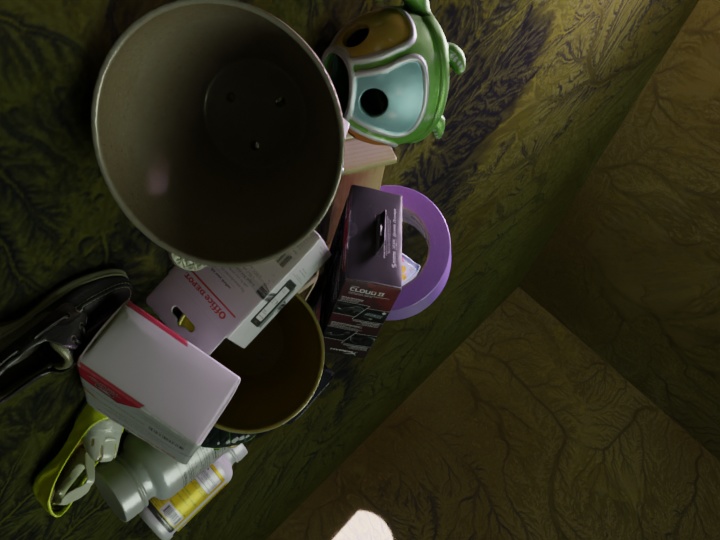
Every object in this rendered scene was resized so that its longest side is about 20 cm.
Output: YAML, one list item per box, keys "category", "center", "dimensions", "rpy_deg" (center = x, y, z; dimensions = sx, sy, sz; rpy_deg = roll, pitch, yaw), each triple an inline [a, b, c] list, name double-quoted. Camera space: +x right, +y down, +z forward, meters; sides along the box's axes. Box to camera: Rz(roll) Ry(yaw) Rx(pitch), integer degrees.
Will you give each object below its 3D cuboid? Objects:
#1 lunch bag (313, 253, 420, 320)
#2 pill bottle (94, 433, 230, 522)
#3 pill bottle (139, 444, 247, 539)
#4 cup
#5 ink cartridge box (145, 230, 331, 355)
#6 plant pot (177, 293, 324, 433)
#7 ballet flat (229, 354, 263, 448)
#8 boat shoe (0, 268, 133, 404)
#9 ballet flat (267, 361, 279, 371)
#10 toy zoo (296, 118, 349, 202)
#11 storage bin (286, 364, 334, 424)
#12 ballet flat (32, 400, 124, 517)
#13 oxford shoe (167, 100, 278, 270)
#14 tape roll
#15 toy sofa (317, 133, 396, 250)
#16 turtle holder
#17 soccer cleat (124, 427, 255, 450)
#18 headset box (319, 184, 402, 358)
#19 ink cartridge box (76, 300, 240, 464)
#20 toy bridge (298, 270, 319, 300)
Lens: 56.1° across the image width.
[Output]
- category: "lunch bag"
  center: [-0.001, 0.047, 1.244]
  dimensions: [0.171, 0.126, 0.200]
  rpy_deg: [-57, 171, 31]
- category: "pill bottle"
  center: [-0.293, 0.275, 1.019]
  dimensions: [0.199, 0.114, 0.115]
  rpy_deg: [-35, 159, -36]
- category: "pill bottle"
  center: [-0.298, 0.359, 1.184]
  dimensions: [0.199, 0.112, 0.113]
  rpy_deg: [-41, 161, -22]
- category: "cup"
  center: [-0.103, -0.123, 0.576]
  dimensions: [0.202, 0.198, 0.144]
  rpy_deg: [-55, -173, 20]
- category: "ink cartridge box"
  center: [-0.146, 0.007, 0.816]
  dimensions: [0.200, 0.116, 0.068]
  rpy_deg: [-46, 161, -6]
- category: "plant pot"
  center: [-0.152, 0.107, 0.934]
  dimensions: [0.200, 0.200, 0.142]
  rpy_deg: [-47, -174, -5]
- category: "ballet flat"
  center: [-0.176, 0.168, 1.037]
  dimensions: [0.063, 0.068, 0.203]
  rpy_deg: [-38, -146, 43]
- category: "boat shoe"
  center: [-0.299, 0.070, 0.656]
  dimensions: [0.199, 0.065, 0.074]
  rpy_deg: [-38, 158, -35]
- category: "ballet flat"
  center: [-0.113, 0.130, 1.045]
  dimensions: [0.068, 0.204, 0.070]
  rpy_deg: [-7, 155, -3]
- category: "toy zoo"
  center: [-0.077, -0.084, 0.688]
  dimensions: [0.199, 0.020, 0.133]
  rpy_deg: [-9, -126, 57]
- category: "storage bin"
  center: [-0.142, 0.209, 1.287]
  dimensions: [0.136, 0.094, 0.200]
  rpy_deg: [-48, 162, -3]
- category: "ballet flat"
  center: [-0.347, 0.233, 0.864]
  dimensions: [0.201, 0.067, 0.066]
  rpy_deg: [-51, 143, 10]
- category: "oxford shoe"
  center: [-0.146, -0.096, 0.711]
  dimensions: [0.202, 0.074, 0.058]
  rpy_deg: [-60, -154, 9]
- category: "tape roll"
  center: [0.045, -0.028, 1.066]
  dimensions: [0.200, 0.200, 0.066]
  rpy_deg: [-46, 163, -7]
- category: "toy sofa"
  center: [-0.016, -0.121, 0.955]
  dimensions: [0.081, 0.099, 0.201]
  rpy_deg: [-15, 151, -17]
- category: "turtle holder"
  center: [0.030, -0.222, 0.735]
  dimensions: [0.130, 0.143, 0.186]
  rpy_deg: [-16, 156, -30]
- category: "soccer cleat"
  center: [-0.232, 0.195, 0.931]
  dimensions: [0.196, 0.068, 0.082]
  rpy_deg: [13, 120, -20]
- category: "headset box"
  center: [0.000, 0.000, 0.897]
  dimensions: [0.201, 0.076, 0.151]
  rpy_deg: [115, -18, -52]
- category: "ink cartridge box"
  center: [-0.224, 0.132, 0.745]
  dimensions: [0.086, 0.146, 0.200]
  rpy_deg: [-58, -175, -26]
- category: "toy bridge"
  center: [-0.099, 0.020, 1.106]
  dimensions: [0.067, 0.027, 0.201]
  rpy_deg: [-39, 160, -32]
